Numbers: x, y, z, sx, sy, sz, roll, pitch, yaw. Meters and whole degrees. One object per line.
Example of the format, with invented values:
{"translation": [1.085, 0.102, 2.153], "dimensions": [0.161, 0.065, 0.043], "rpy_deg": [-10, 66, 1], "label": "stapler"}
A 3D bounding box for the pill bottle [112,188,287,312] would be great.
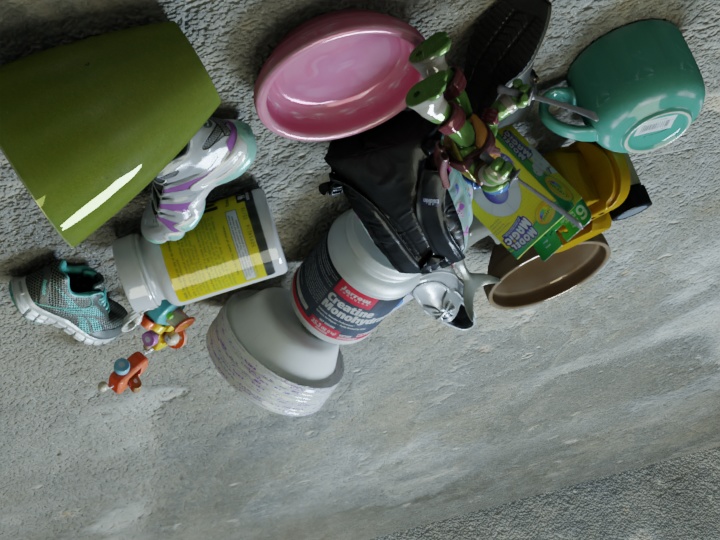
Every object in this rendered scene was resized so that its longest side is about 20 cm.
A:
{"translation": [-0.201, -0.022, 1.541], "dimensions": [0.199, 0.115, 0.114], "rpy_deg": [-17, 155, -3], "label": "pill bottle"}

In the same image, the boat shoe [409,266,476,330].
{"translation": [0.119, 0.044, 1.797], "dimensions": [0.072, 0.069, 0.200], "rpy_deg": [-25, 156, 11], "label": "boat shoe"}

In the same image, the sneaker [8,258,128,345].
{"translation": [-0.359, 0.039, 1.608], "dimensions": [0.091, 0.078, 0.200], "rpy_deg": [-32, 154, 18], "label": "sneaker"}

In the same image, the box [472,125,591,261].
{"translation": [0.187, -0.103, 1.549], "dimensions": [0.048, 0.200, 0.117], "rpy_deg": [-44, 177, -44], "label": "box"}

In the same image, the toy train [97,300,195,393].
{"translation": [-0.292, 0.105, 1.731], "dimensions": [0.150, 0.056, 0.200], "rpy_deg": [-43, 169, -36], "label": "toy train"}

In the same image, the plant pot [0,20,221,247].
{"translation": [-0.245, -0.154, 1.198], "dimensions": [0.200, 0.187, 0.187], "rpy_deg": [-32, 156, -6], "label": "plant pot"}

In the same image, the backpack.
{"translation": [0.065, -0.094, 1.500], "dimensions": [0.166, 0.127, 0.200], "rpy_deg": [-8, 130, 30], "label": "backpack"}

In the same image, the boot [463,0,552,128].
{"translation": [0.182, -0.243, 1.430], "dimensions": [0.138, 0.077, 0.200], "rpy_deg": [-23, 153, -49], "label": "boot"}

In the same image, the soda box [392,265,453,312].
{"translation": [0.056, 0.008, 1.838], "dimensions": [0.070, 0.064, 0.200], "rpy_deg": [10, 143, -46], "label": "soda box"}

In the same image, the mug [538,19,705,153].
{"translation": [0.334, -0.208, 1.525], "dimensions": [0.185, 0.115, 0.152], "rpy_deg": [-36, 150, 32], "label": "mug"}

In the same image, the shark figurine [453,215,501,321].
{"translation": [0.147, -0.028, 1.717], "dimensions": [0.128, 0.090, 0.215], "rpy_deg": [26, 142, 6], "label": "shark figurine"}

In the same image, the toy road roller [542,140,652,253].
{"translation": [0.270, -0.105, 1.630], "dimensions": [0.146, 0.123, 0.200], "rpy_deg": [-11, 166, -43], "label": "toy road roller"}

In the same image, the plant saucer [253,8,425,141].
{"translation": [-0.023, -0.217, 1.339], "dimensions": [0.200, 0.051, 0.201], "rpy_deg": [-15, 156, -7], "label": "plant saucer"}

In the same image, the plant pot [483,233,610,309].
{"translation": [0.271, -0.028, 1.872], "dimensions": [0.200, 0.093, 0.201], "rpy_deg": [-18, 157, -8], "label": "plant pot"}

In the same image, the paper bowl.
{"translation": [-0.111, 0.104, 1.761], "dimensions": [0.200, 0.201, 0.104], "rpy_deg": [10, 127, -46], "label": "paper bowl"}

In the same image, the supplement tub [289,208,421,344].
{"translation": [0.000, 0.000, 1.691], "dimensions": [0.140, 0.141, 0.200], "rpy_deg": [-2, 151, -31], "label": "supplement tub"}

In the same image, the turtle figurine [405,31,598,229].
{"translation": [0.146, -0.161, 1.299], "dimensions": [0.200, 0.144, 0.194], "rpy_deg": [13, 156, 50], "label": "turtle figurine"}

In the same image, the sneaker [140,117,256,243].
{"translation": [-0.227, -0.112, 1.395], "dimensions": [0.140, 0.078, 0.200], "rpy_deg": [12, 132, -46], "label": "sneaker"}
